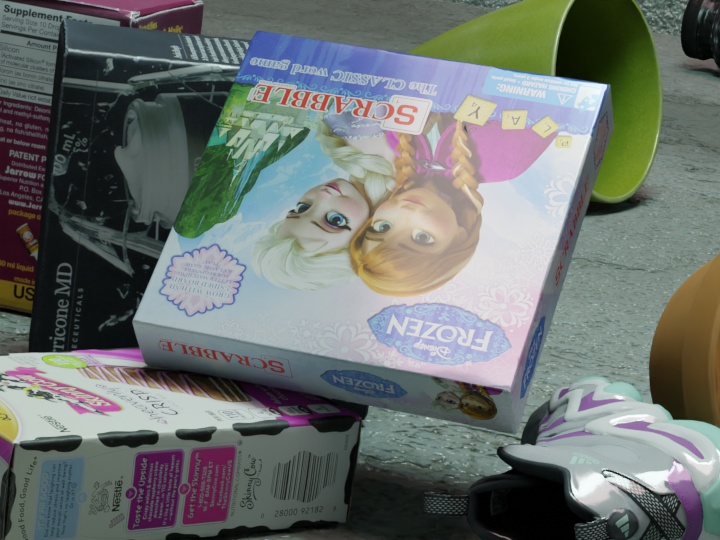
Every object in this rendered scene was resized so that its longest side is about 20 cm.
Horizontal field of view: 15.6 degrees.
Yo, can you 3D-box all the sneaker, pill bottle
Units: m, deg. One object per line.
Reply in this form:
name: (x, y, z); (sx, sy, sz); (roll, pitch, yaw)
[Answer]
sneaker: (0.090, 0.105, 1.311); (0.140, 0.078, 0.200); (-10, 6, -22)
pill bottle: (0.487, -0.276, 3.113); (0.200, 0.112, 0.112); (14, 15, 29)

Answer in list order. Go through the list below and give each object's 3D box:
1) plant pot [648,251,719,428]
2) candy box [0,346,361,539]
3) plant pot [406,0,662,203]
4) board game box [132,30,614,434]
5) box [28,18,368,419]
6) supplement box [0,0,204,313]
plant pot: (0.245, 0.055, 1.398); (0.200, 0.200, 0.140); (3, -4, -19)
candy box: (-0.120, 0.085, 1.308); (0.200, 0.061, 0.136); (-3, 17, -36)
plant pot: (0.128, -0.147, 2.267); (0.200, 0.187, 0.187); (-2, 5, 35)
board game box: (0.010, -0.025, 1.349); (0.200, 0.041, 0.200); (9, 56, 15)
box: (-0.085, -0.031, 1.518); (0.196, 0.200, 0.124); (5, 12, -7)
supplement box: (-0.177, -0.079, 1.681); (0.103, 0.200, 0.131); (11, 12, 15)
